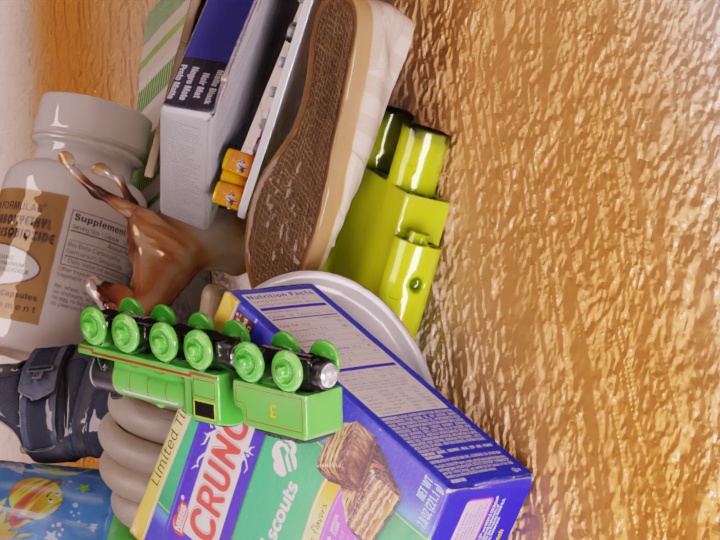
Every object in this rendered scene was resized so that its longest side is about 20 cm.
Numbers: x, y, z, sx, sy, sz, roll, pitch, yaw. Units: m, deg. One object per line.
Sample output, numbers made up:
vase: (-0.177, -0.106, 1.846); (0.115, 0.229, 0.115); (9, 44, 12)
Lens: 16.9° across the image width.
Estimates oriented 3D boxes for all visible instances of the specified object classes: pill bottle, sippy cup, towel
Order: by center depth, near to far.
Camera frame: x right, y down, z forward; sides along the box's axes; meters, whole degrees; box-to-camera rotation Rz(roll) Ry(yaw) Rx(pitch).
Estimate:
sippy cup: (-0.220, 0.191, 1.678); (0.178, 0.130, 0.140); (108, 174, -61)
pill bottle: (-0.225, -0.029, 1.857); (0.114, 0.114, 0.201); (-6, 69, 65)
towel: (-0.140, -0.140, 1.898); (0.152, 0.023, 0.201); (-37, 45, 55)

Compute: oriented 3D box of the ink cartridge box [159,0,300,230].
ink cartridge box: (-0.077, -0.155, 1.527); (0.200, 0.040, 0.200); (104, -175, -63)

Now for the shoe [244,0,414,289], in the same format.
shoe: (-0.016, -0.070, 1.479); (0.070, 0.053, 0.201); (28, 104, 45)

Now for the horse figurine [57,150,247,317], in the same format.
horse figurine: (-0.113, -0.032, 1.618); (0.133, 0.199, 0.050); (53, 132, 26)

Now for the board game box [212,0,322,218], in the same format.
board game box: (-0.042, -0.148, 1.569); (0.200, 0.026, 0.201); (-63, -9, -76)

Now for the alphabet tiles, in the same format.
alphabet tiles: (-0.091, -0.180, 1.574); (0.167, 0.008, 0.201); (-64, -7, -59)

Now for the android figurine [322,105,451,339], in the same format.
android figurine: (0.000, 0.000, 1.501); (0.182, 0.041, 0.201); (40, 114, 63)

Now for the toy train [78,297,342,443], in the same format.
toy train: (-0.085, 0.056, 1.337); (0.199, 0.042, 0.057); (10, 107, 44)

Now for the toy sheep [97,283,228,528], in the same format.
toy sheep: (-0.109, 0.104, 1.586); (0.138, 0.137, 0.201); (-144, 55, -64)

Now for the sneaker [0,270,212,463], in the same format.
sneaker: (-0.191, 0.052, 1.746); (0.145, 0.077, 0.203); (-8, 47, 24)

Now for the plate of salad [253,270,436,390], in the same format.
plate of salad: (-0.022, 0.100, 1.437); (0.199, 0.048, 0.201); (4, 95, 41)

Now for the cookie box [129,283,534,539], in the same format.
cookie box: (-0.021, 0.131, 1.353); (0.200, 0.075, 0.172); (39, 117, 36)
